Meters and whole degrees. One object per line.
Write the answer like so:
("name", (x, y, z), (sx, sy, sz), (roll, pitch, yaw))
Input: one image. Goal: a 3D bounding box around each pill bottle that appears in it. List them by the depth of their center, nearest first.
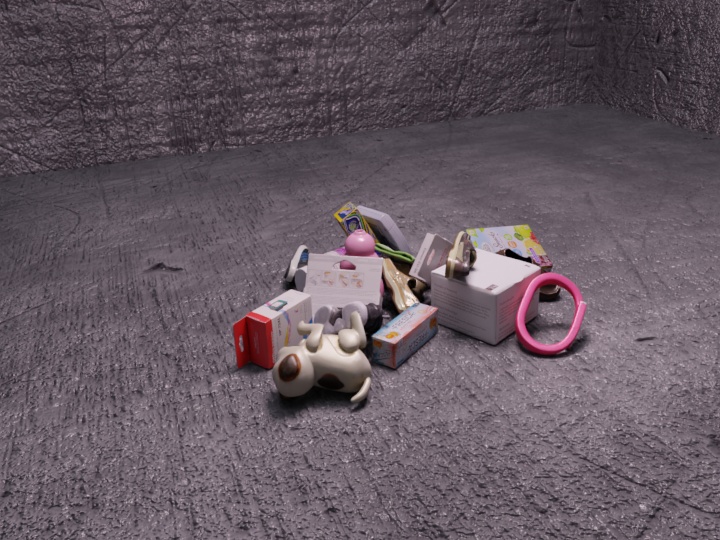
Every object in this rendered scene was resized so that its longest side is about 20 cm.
("pill bottle", (-0.074, 0.008, 1.876), (0.197, 0.116, 0.111), (-21, 29, -35))

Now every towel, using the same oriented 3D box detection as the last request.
("towel", (0.144, -0.027, 1.908), (0.147, 0.032, 0.198), (19, -3, 40))

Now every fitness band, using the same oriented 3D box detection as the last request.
("fitness band", (0.431, 0.098, 1.595), (0.140, 0.038, 0.203), (23, 64, 12))

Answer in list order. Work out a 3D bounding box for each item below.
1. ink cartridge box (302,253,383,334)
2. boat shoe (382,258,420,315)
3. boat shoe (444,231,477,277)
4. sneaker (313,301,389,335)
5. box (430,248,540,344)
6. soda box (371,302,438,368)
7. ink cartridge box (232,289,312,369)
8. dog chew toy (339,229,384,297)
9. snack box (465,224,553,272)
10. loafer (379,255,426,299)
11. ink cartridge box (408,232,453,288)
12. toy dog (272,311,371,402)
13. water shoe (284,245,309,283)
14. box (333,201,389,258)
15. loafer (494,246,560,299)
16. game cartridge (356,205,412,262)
("ink cartridge box", (-0.042, 0.057, 1.702), (0.194, 0.182, 0.045), (4, -17, 14))
("boat shoe", (0.106, 0.041, 1.772), (0.074, 0.072, 0.203), (-24, 51, 2))
("boat shoe", (0.243, -0.031, 1.660), (0.063, 0.075, 0.201), (14, 30, 12))
("sneaker", (-0.019, 0.117, 1.610), (0.111, 0.078, 0.198), (8, -14, -37))
("box", (0.301, 0.056, 1.698), (0.197, 0.135, 0.196), (19, 31, 41))
("soda box", (0.103, 0.145, 1.604), (0.067, 0.066, 0.198), (13, 27, 33))
("ink cartridge box", (-0.193, 0.138, 1.586), (0.066, 0.120, 0.198), (14, 29, 33))
("dog chew toy", (0.000, 0.000, 1.765), (0.120, 0.206, 0.125), (0, 18, 0))
("snack box", (0.396, -0.041, 1.911), (0.194, 0.069, 0.171), (-6, 44, -15))
("loafer", (0.107, 0.016, 1.876), (0.067, 0.077, 0.199), (-32, 45, -22))
("ink cartridge box", (0.198, -0.014, 1.769), (0.067, 0.119, 0.198), (22, -5, 43))
("toy dog", (-0.086, 0.200, 1.447), (0.194, 0.141, 0.198), (-8, 60, -17))
("water shoe", (-0.163, -0.005, 2.000), (0.077, 0.073, 0.201), (26, 23, -4))
("box", (0.007, -0.088, 1.969), (0.064, 0.202, 0.070), (-37, 28, -3))
("loafer", (0.425, 0.008, 1.788), (0.196, 0.071, 0.074), (26, 63, -2))
("game cartridge", (0.073, -0.098, 2.010), (0.131, 0.201, 0.042), (18, 62, 43))
